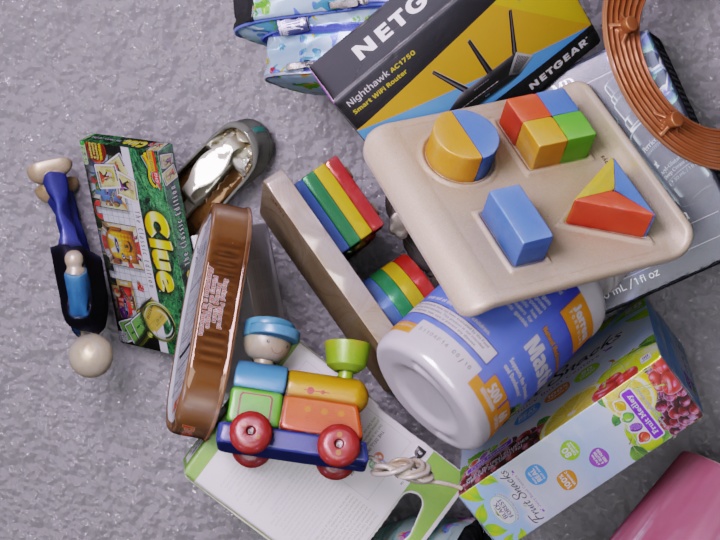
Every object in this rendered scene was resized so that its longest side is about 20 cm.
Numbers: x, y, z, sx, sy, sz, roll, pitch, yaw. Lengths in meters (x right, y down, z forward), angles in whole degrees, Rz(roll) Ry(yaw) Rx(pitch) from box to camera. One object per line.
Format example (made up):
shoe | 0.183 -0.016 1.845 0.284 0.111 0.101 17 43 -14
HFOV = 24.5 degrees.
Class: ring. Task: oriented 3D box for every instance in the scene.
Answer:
ring | 0.279 -0.178 1.339 0.019 0.200 0.201 -27 87 55

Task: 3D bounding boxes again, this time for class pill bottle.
pill bottle | 0.117 0.034 1.277 0.200 0.112 0.112 -42 83 -20

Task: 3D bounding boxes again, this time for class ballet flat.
ballet flat | -0.161 -0.062 1.505 0.067 0.064 0.200 46 103 7

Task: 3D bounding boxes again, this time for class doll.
doll | -0.256 0.004 1.503 0.048 0.137 0.201 -15 67 -5

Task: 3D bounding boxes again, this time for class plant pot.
plant pot | 0.281 0.257 1.368 0.200 0.200 0.179 27 84 10

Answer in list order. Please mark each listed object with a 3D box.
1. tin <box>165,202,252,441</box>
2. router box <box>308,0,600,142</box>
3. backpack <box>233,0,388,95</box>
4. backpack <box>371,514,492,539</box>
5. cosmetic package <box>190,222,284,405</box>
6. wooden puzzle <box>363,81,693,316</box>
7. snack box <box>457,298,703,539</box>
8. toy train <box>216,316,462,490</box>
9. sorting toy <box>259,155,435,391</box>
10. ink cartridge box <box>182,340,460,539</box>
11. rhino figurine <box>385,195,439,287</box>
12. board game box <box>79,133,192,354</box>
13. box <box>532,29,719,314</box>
tin | -0.127 0.041 1.377 0.042 0.112 0.201 11 72 -8
router box | 0.076 -0.169 1.302 0.200 0.149 0.051 -40 51 4
backpack | 0.007 -0.222 1.387 0.199 0.183 0.148 -7 89 15
backpack | 0.067 0.313 1.435 0.126 0.167 0.201 -3 87 19
cosmetic package | -0.100 0.061 1.491 0.050 0.083 0.201 -11 91 14
wooden puzzle | 0.127 -0.067 1.249 0.199 0.046 0.186 -16 56 -21
snack box | 0.179 0.123 1.379 0.200 0.169 0.068 -35 100 14
toy train | -0.010 0.107 1.338 0.199 0.085 0.116 8 74 -1
sorting toy | 0.000 0.000 1.409 0.070 0.200 0.199 -35 88 -7
ink cartridge box | -0.031 0.170 1.415 0.200 0.076 0.148 38 86 -6
rhino figurine | 0.083 -0.001 1.435 0.060 0.087 0.200 -30 102 8
board game box | -0.193 -0.021 1.486 0.105 0.023 0.201 8 117 37
box | 0.220 -0.079 1.389 0.148 0.107 0.200 -26 87 15
